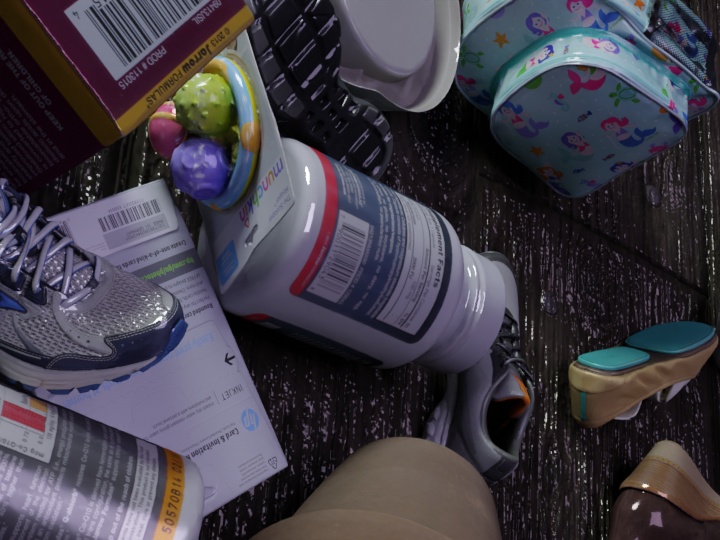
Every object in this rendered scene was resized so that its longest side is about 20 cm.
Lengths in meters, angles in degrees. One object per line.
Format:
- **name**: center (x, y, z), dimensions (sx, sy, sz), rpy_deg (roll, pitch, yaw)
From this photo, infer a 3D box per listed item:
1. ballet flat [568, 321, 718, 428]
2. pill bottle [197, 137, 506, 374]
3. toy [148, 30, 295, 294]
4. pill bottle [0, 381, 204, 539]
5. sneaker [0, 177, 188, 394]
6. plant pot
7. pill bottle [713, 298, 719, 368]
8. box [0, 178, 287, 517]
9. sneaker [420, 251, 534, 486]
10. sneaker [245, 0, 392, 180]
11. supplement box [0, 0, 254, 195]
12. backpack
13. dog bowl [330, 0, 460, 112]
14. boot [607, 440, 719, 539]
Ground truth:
- **ballet flat**: center (0.241, 0.090, 1.242), dimensions (0.199, 0.068, 0.064), rpy_deg (-12, 110, -44)
- **pill bottle**: center (0.000, 0.000, 0.980), dimensions (0.199, 0.119, 0.120), rpy_deg (25, 58, -37)
- **toy**: center (-0.104, -0.100, 0.899), dimensions (0.047, 0.115, 0.201), rpy_deg (0, 61, -29)
- **pill bottle**: center (-0.188, 0.115, 0.727), dimensions (0.199, 0.116, 0.117), rpy_deg (26, 56, -18)
- **sneaker**: center (-0.183, -0.001, 0.736), dimensions (0.077, 0.199, 0.086), rpy_deg (-59, 158, -48)
- **plant pot**: center (0.020, 0.198, 0.890), dimensions (0.201, 0.200, 0.175), rpy_deg (53, 28, -15)
- **pill bottle**: center (0.408, 0.007, 1.392), dimensions (0.114, 0.114, 0.201), rpy_deg (39, 50, -28)
- **box**: center (-0.143, 0.060, 0.870), dimensions (0.156, 0.041, 0.201), rpy_deg (-25, 92, -47)
- **sneaker**: center (0.100, 0.074, 1.082), dimensions (0.074, 0.079, 0.201), rpy_deg (30, 54, -31)
- **sneaker**: center (-0.048, -0.129, 0.973), dimensions (0.075, 0.079, 0.200), rpy_deg (-48, 140, -17)
- **supplement box**: center (-0.177, -0.111, 0.787), dimensions (0.103, 0.199, 0.131), rpy_deg (52, 45, -15)
- **backpack**: center (0.176, -0.171, 1.186), dimensions (0.200, 0.177, 0.151), rpy_deg (39, 45, -22)
- **dog bowl**: center (0.002, -0.213, 1.084), dimensions (0.200, 0.058, 0.202), rpy_deg (23, 62, -54)
- **boot**: center (0.266, 0.261, 1.199), dimensions (0.200, 0.072, 0.167), rpy_deg (46, 59, -24)
